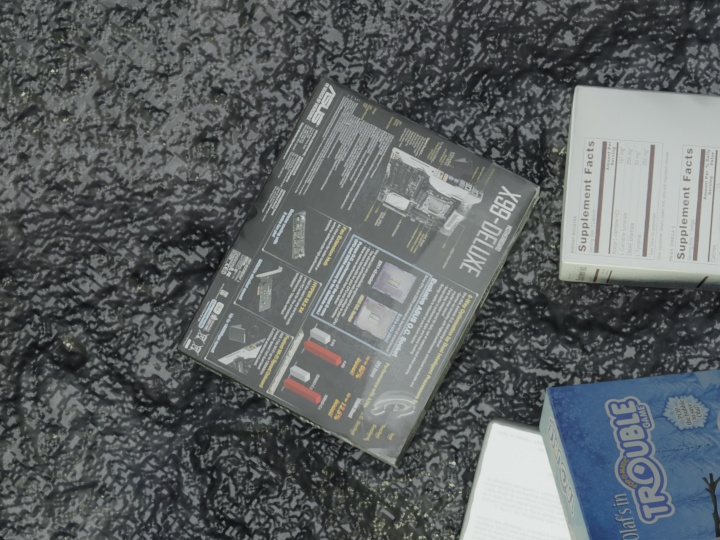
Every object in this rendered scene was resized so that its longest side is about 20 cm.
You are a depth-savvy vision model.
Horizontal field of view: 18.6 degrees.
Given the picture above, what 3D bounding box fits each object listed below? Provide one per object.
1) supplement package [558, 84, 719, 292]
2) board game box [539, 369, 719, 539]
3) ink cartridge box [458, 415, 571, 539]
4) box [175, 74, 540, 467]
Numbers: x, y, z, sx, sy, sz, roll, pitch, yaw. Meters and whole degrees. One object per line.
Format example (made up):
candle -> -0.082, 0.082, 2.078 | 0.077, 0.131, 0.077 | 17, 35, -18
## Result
supplement package -> 0.224, -0.044, 1.347 | 0.199, 0.114, 0.110 | 5, 84, 4
board game box -> 0.223, 0.145, 1.285 | 0.198, 0.043, 0.200 | -7, 49, -8
ink cartridge box -> 0.133, 0.205, 1.361 | 0.160, 0.047, 0.201 | 14, 90, 5
box -> 0.000, 0.000, 1.390 | 0.157, 0.050, 0.200 | 27, 85, 7
